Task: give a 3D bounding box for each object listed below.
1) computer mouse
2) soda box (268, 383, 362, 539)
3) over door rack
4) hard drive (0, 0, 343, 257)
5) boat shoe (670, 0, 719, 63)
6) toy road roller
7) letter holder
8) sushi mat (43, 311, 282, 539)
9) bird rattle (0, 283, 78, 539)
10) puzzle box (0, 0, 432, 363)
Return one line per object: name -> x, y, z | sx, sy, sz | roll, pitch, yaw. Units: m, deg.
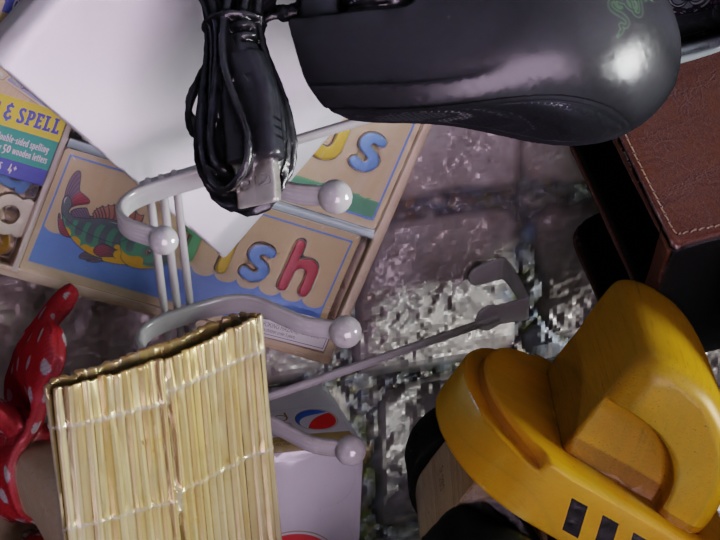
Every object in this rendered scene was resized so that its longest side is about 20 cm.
computer mouse -> 0.033, -0.093, 0.807 | 0.199, 0.053, 0.139 | -1, 71, -12
soda box -> -0.042, 0.156, 0.988 | 0.068, 0.064, 0.201 | -5, 114, -16
over door rack -> 0.000, 0.000, 0.882 | 0.200, 0.067, 0.148 | -27, 136, -26
hard drive -> -0.038, -0.122, 0.861 | 0.132, 0.027, 0.200 | 41, 88, -26
boat shoe -> 0.162, -0.120, 0.896 | 0.200, 0.072, 0.070 | -15, 138, -7
toy road roller -> 0.119, 0.099, 0.884 | 0.200, 0.123, 0.146 | 30, 112, -14
letter holder -> 0.194, -0.060, 0.960 | 0.199, 0.142, 0.101 | -14, 149, -13
sushi mat -> -0.070, 0.122, 0.828 | 0.095, 0.012, 0.201 | -18, 114, -34
bird rattle -> -0.126, 0.117, 0.894 | 0.112, 0.163, 0.201 | -8, 128, -34
puzzle box -> -0.077, -0.046, 0.907 | 0.199, 0.025, 0.133 | 16, 107, -24
